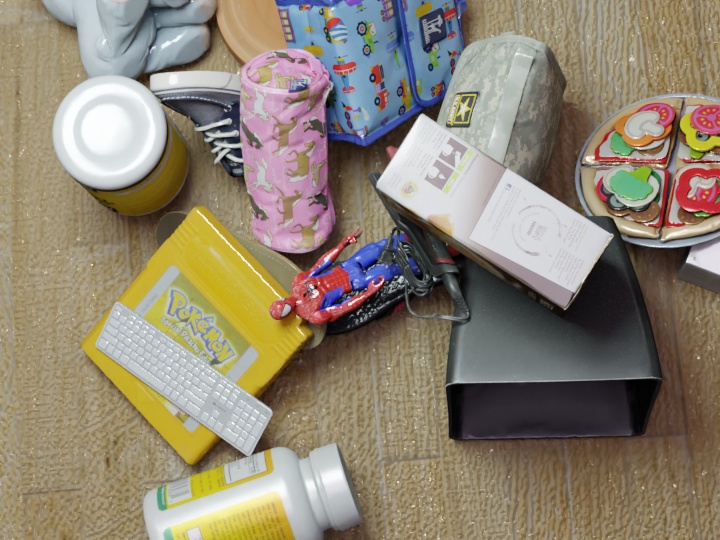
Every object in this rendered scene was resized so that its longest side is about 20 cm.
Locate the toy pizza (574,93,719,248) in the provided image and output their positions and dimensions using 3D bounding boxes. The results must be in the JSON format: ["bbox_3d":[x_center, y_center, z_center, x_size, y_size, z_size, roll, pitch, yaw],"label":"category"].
[{"bbox_3d":[0.313,-0.108,1.719,0.198,0.032,0.201,-8,52,11],"label":"toy pizza"}]

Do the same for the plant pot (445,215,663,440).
[{"bbox_3d":[0.182,0.053,1.673,0.198,0.200,0.179,-1,70,4],"label":"plant pot"}]

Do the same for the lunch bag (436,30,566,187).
[{"bbox_3d":[0.134,-0.134,1.695,0.117,0.200,0.165,17,83,6],"label":"lunch bag"}]

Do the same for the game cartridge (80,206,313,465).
[{"bbox_3d":[-0.165,0.066,1.730,0.176,0.032,0.200,45,110,10],"label":"game cartridge"}]

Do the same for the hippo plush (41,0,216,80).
[{"bbox_3d":[-0.255,-0.280,1.796,0.161,0.159,0.201,49,131,28],"label":"hippo plush"}]

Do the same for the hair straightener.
[{"bbox_3d":[0.053,-0.023,1.637,0.077,0.041,0.201,-51,50,32],"label":"hair straightener"}]

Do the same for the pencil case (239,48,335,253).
[{"bbox_3d":[-0.071,-0.115,1.700,0.086,0.201,0.083,25,42,33],"label":"pencil case"}]

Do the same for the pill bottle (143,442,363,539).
[{"bbox_3d":[-0.104,0.241,1.693,0.198,0.113,0.114,-19,80,0],"label":"pill bottle"}]

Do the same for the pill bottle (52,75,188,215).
[{"bbox_3d":[-0.232,-0.117,1.716,0.111,0.200,0.113,-1,80,4],"label":"pill bottle"}]

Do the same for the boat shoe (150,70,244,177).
[{"bbox_3d":[-0.134,-0.144,1.725,0.074,0.199,0.094,-3,86,37],"label":"boat shoe"}]

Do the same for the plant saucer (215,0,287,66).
[{"bbox_3d":[-0.054,-0.286,1.797,0.198,0.032,0.202,-1,68,2],"label":"plant saucer"}]

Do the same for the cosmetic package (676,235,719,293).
[{"bbox_3d":[0.421,0.012,1.711,0.199,0.083,0.051,21,83,6],"label":"cosmetic package"}]

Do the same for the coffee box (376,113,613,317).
[{"bbox_3d":[0.119,-0.047,1.534,0.199,0.114,0.080,33,89,7],"label":"coffee box"}]

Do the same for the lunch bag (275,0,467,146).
[{"bbox_3d":[0.030,-0.234,1.736,0.199,0.094,0.152,-29,115,-33],"label":"lunch bag"}]

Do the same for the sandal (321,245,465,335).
[{"bbox_3d":[0.023,0.015,1.752,0.199,0.045,0.076,-21,71,9],"label":"sandal"}]

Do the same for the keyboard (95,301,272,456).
[{"bbox_3d":[-0.178,0.108,1.720,0.199,0.011,0.057,34,106,13],"label":"keyboard"}]

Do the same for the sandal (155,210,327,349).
[{"bbox_3d":[-0.108,0.000,1.755,0.211,0.070,0.078,33,107,14],"label":"sandal"}]

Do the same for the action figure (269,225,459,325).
[{"bbox_3d":[0.000,0.000,1.682,0.199,0.052,0.066,-27,71,-12],"label":"action figure"}]
